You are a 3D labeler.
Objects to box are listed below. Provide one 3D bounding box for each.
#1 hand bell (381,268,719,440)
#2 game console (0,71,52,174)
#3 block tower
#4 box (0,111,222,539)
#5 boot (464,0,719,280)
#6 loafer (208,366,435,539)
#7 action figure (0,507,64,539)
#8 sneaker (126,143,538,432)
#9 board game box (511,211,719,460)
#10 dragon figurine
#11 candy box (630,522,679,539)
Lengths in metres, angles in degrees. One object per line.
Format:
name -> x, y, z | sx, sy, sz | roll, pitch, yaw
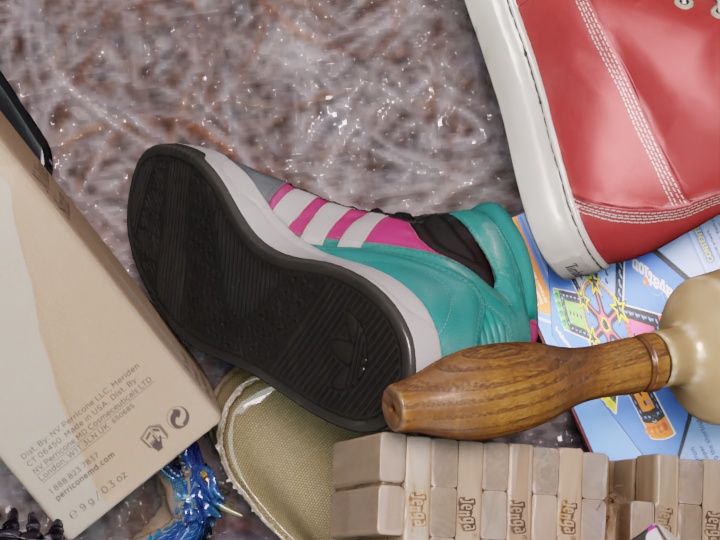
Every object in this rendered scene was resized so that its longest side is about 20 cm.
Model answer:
hand bell -> 0.097, 0.033, 0.683 | 0.198, 0.104, 0.105 | -7, 83, -28
game console -> -0.255, -0.060, 0.762 | 0.199, 0.118, 0.171 | -35, 83, -1
block tower -> 0.089, 0.096, 0.711 | 0.198, 0.058, 0.055 | 6, 80, -19
box -> -0.146, -0.004, 0.734 | 0.078, 0.095, 0.201 | -37, 105, -2
boot -> 0.117, -0.113, 0.753 | 0.143, 0.072, 0.202 | -21, 77, 18
loafer -> 0.020, 0.105, 0.758 | 0.200, 0.067, 0.076 | 39, 87, 6
action figure -> -0.135, 0.175, 0.654 | 0.118, 0.102, 0.202 | 5, 109, 4
sneaker -> 0.000, 0.000, 0.761 | 0.200, 0.120, 0.084 | 34, 116, 44
board game box -> 0.140, 0.054, 0.783 | 0.102, 0.019, 0.202 | -23, 83, -2
dragon figurine -> -0.082, 0.164, 0.760 | 0.098, 0.059, 0.202 | -13, 82, 1
candy box -> 0.069, 0.190, 0.687 | 0.199, 0.136, 0.061 | -38, 48, 13
